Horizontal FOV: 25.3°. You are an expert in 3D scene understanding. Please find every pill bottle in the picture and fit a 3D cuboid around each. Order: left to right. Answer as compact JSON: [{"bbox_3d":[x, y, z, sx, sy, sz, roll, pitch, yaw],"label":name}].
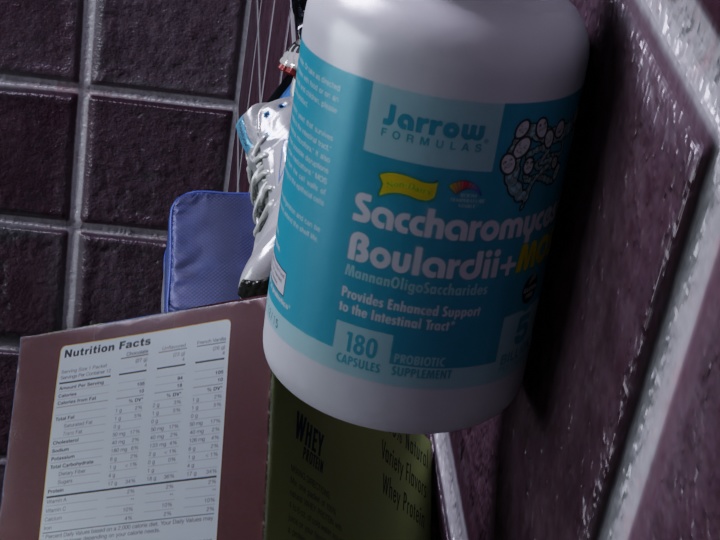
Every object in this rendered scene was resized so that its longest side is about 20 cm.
[{"bbox_3d":[0.026,-0.047,0.621,0.111,0.109,0.202,-102,18,-65],"label":"pill bottle"}]

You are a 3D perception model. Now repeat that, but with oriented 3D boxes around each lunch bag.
[{"bbox_3d":[-0.147,0.029,1.729,0.133,0.134,0.202,110,162,-63],"label":"lunch bag"}]

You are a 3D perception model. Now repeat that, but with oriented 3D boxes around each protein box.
[{"bbox_3d":[-0.061,0.148,0.742,0.199,0.134,0.202,48,-141,-56],"label":"protein box"}]

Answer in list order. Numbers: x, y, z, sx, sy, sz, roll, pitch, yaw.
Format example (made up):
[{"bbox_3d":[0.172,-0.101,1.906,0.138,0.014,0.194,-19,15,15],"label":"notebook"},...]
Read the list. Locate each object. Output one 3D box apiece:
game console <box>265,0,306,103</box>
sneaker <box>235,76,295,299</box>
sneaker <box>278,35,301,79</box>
[{"bbox_3d":[-0.058,-0.144,1.210,0.201,0.115,0.177,-98,-15,-50],"label":"game console"},{"bbox_3d":[-0.047,-0.056,0.987,0.075,0.086,0.201,-54,7,44],"label":"sneaker"},{"bbox_3d":[0.000,-0.146,0.958,0.083,0.077,0.200,-62,11,18],"label":"sneaker"}]
